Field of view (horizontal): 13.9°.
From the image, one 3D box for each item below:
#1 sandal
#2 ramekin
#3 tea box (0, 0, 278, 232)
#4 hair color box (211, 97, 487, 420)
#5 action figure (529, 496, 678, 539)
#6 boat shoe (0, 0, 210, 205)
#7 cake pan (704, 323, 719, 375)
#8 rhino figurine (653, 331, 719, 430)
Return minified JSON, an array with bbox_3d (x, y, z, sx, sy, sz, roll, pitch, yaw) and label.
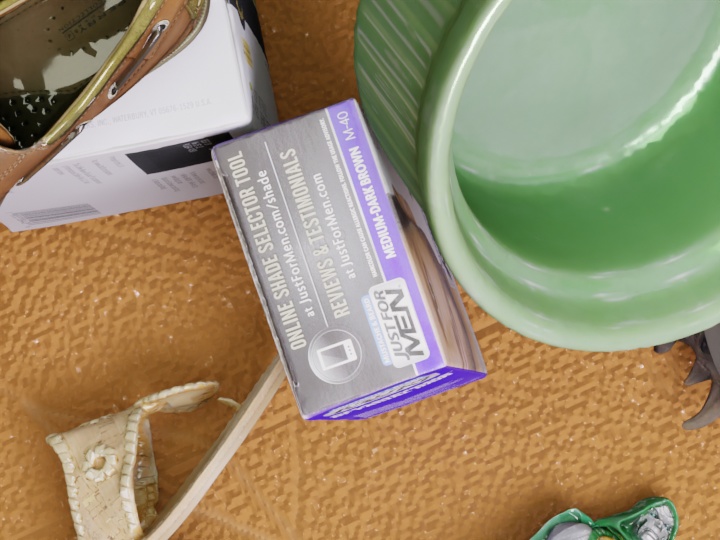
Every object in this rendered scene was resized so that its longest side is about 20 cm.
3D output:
[{"bbox_3d":[-0.110,0.099,1.246,0.070,0.078,0.212,34,93,-2],"label":"sandal"},{"bbox_3d":[0.095,-0.080,1.073,0.200,0.098,0.200,-14,126,-20],"label":"ramekin"},{"bbox_3d":[-0.116,-0.130,1.201,0.133,0.200,0.197,-10,85,2],"label":"tea box"},{"bbox_3d":[0.000,0.000,1.186,0.065,0.200,0.110,-20,85,7],"label":"hair color box"},{"bbox_3d":[0.076,0.168,1.217,0.118,0.055,0.200,44,59,-14],"label":"action figure"},{"bbox_3d":[-0.143,-0.059,1.064,0.200,0.068,0.072,-43,90,2],"label":"boat shoe"},{"bbox_3d":[0.215,-0.010,1.210,0.200,0.037,0.201,-10,107,-34],"label":"cake pan"},{"bbox_3d":[0.160,-0.030,1.253,0.087,0.060,0.201,11,87,21],"label":"rhino figurine"}]
